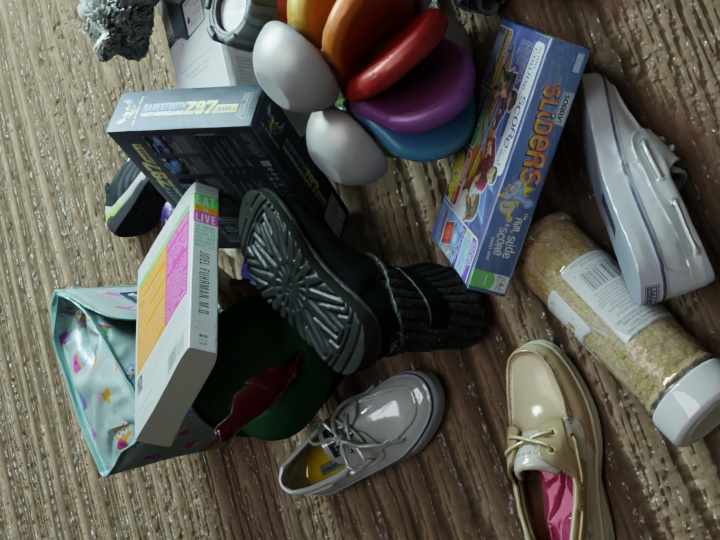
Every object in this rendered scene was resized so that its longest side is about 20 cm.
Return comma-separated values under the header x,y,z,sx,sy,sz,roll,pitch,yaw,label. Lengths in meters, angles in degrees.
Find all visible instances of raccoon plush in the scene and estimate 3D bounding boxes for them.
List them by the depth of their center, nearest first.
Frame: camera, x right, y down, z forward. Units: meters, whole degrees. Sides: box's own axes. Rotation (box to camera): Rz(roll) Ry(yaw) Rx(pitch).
x,y,z,sx,sy,sz,roll,pitch,yaw,label
-0.188,-0.264,0.969,0.199,0.096,0.135,0,97,45,raccoon plush

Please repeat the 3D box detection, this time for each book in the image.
x,y,z,sx,sy,sz,roll,pitch,yaw,label
-0.162,0.035,0.953,0.134,0.048,0.201,-56,28,39,book

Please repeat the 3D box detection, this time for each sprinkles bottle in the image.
x,y,z,sx,sy,sz,roll,pitch,yaw,label
0.200,0.041,0.821,0.200,0.068,0.068,50,121,31,sprinkles bottle

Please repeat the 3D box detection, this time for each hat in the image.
x,y,z,sx,sy,sz,roll,pitch,yaw,label
-0.057,0.127,0.943,0.176,0.199,0.167,45,143,50,hat

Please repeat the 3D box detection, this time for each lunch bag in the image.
x,y,z,sx,sy,sz,roll,pitch,yaw,label
-0.224,0.096,1.138,0.122,0.170,0.201,-45,64,34,lunch bag

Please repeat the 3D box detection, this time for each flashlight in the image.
x,y,z,sx,sy,sz,roll,pitch,yaw,label
-0.043,-0.216,0.955,0.068,0.199,0.068,22,104,41,flashlight

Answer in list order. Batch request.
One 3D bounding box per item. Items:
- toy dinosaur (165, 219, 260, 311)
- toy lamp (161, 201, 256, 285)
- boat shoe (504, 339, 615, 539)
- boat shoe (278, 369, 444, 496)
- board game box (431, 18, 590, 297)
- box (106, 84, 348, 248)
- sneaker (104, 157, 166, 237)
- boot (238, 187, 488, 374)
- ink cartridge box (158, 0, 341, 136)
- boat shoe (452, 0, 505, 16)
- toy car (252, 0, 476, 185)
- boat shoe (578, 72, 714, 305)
x,y,z,sx,sy,sz,roll,pitch,yaw,label
-0.124,0.026,1.056,0.200,0.060,0.106,52,140,-10,toy dinosaur
-0.137,-0.024,1.139,0.199,0.058,0.059,30,109,41,toy lamp
0.153,0.155,0.862,0.073,0.069,0.202,-23,74,40,boat shoe
-0.011,0.157,1.001,0.202,0.086,0.075,-38,66,36,boat shoe
0.116,-0.096,0.871,0.135,0.034,0.201,-113,39,-69,board game box
-0.120,-0.091,1.008,0.157,0.200,0.051,0,58,26,box
-0.245,-0.116,1.226,0.200,0.071,0.083,-38,64,36,sneaker
-0.001,0.002,0.945,0.211,0.157,0.080,51,133,27,boot
-0.113,-0.240,1.056,0.086,0.146,0.201,-29,70,41,ink cartridge box
0.103,-0.253,0.915,0.199,0.072,0.068,7,93,35,boat shoe
0.027,-0.167,0.879,0.175,0.200,0.150,-47,41,-14,toy car
0.215,-0.068,0.815,0.065,0.074,0.201,-12,66,3,boat shoe
